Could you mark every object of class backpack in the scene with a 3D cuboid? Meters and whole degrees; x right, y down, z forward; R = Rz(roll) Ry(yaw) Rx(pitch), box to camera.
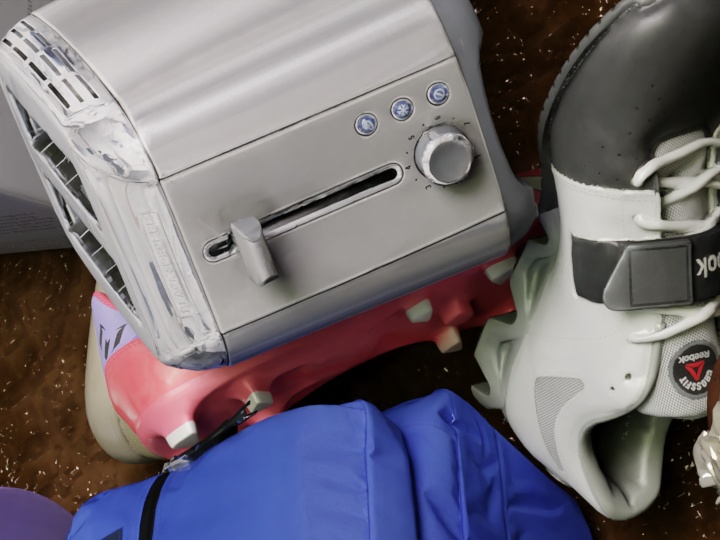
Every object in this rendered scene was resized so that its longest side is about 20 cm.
[{"bbox_3d":[-0.032,0.140,0.772,0.199,0.168,0.163,-28,38,26],"label":"backpack"}]

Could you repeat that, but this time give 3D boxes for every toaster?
[{"bbox_3d":[-0.040,-0.052,0.753,0.129,0.114,0.200,-25,29,-12],"label":"toaster"}]

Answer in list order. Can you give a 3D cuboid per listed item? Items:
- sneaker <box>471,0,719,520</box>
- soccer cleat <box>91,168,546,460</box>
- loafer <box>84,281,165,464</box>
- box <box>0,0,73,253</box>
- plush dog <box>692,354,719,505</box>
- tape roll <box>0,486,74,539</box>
[{"bbox_3d":[0.098,-0.002,0.733,0.089,0.074,0.201,52,147,37],"label":"sneaker"},{"bbox_3d":[0.000,0.000,0.806,0.199,0.067,0.077,-27,65,-5],"label":"soccer cleat"},{"bbox_3d":[-0.060,-0.024,0.870,0.068,0.076,0.202,4,94,26],"label":"loafer"},{"bbox_3d":[-0.169,-0.096,0.862,0.106,0.200,0.154,-4,80,28],"label":"box"},{"bbox_3d":[0.210,0.032,0.655,0.160,0.172,0.201,23,69,30],"label":"plush dog"},{"bbox_3d":[-0.165,0.178,0.822,0.084,0.200,0.202,-1,83,27],"label":"tape roll"}]
